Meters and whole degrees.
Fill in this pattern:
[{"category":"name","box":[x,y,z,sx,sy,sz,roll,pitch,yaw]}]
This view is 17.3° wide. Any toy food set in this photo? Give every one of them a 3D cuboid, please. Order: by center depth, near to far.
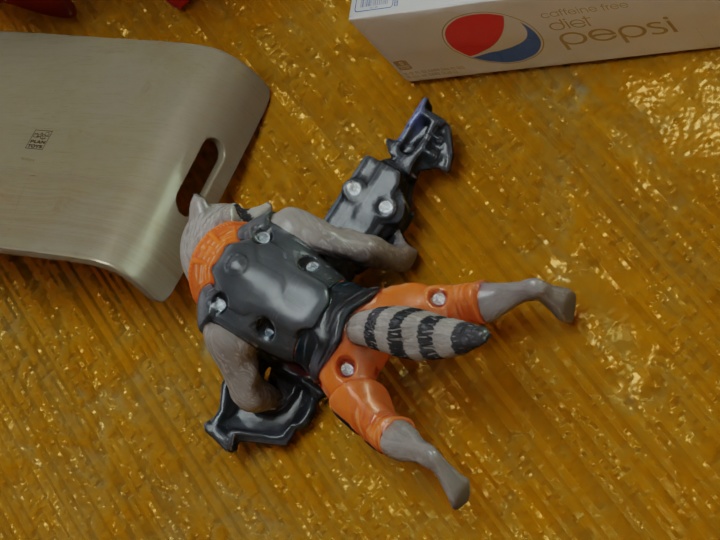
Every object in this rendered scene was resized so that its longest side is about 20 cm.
[{"category":"toy food set","box":[-0.158,-0.053,1.276,0.200,0.060,0.144,7,57,32]}]

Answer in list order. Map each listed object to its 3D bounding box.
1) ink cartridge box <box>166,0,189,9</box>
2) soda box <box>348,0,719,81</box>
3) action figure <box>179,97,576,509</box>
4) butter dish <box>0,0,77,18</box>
[{"category":"ink cartridge box","box":[-0.071,-0.251,1.259,0.200,0.148,0.086,-39,63,6]},{"category":"soda box","box":[0.098,-0.143,1.156,0.200,0.068,0.064,-3,63,29]},{"category":"action figure","box":[0.000,0.000,1.119,0.193,0.105,0.200,20,78,27]},{"category":"butter dish","box":[-0.242,-0.252,1.309,0.199,0.200,0.148,21,78,20]}]
